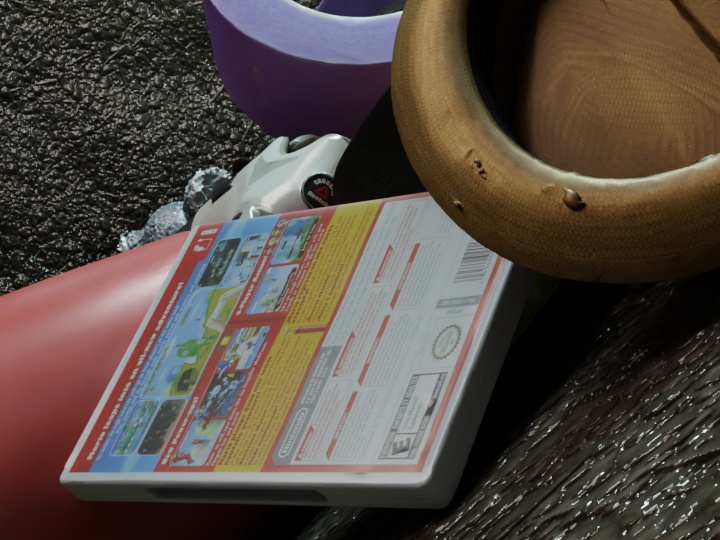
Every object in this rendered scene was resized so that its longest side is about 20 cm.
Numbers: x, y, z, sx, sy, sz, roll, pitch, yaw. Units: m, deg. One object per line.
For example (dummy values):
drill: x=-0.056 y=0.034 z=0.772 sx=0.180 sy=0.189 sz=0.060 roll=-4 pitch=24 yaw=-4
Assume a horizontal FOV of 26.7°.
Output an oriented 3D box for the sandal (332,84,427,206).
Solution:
sandal: x=0.048 y=-0.089 z=0.636 sx=0.045 sy=0.075 sz=0.201 roll=0 pitch=-50 yaw=-56

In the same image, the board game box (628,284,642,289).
board game box: x=0.145 y=-0.045 z=0.684 sx=0.095 sy=0.030 sz=0.200 roll=-41 pitch=1 yaw=9

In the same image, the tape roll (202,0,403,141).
tape roll: x=0.006 y=-0.170 z=0.888 sx=0.200 sy=0.200 sz=0.085 roll=-41 pitch=-27 yaw=-21

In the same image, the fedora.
fedora: x=0.107 y=-0.072 z=0.545 sx=0.200 sy=0.201 sz=0.082 roll=-40 pitch=-38 yaw=1

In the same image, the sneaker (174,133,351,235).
sneaker: x=-0.044 y=-0.026 z=0.816 sx=0.089 sy=0.074 sz=0.200 roll=-56 pitch=16 yaw=-16

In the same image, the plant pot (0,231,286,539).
plant pot: x=-0.124 y=0.083 z=0.752 sx=0.177 sy=0.201 sz=0.200 roll=-32 pitch=0 yaw=-19

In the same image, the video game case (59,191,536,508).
video game case: x=-0.024 y=0.030 z=0.615 sx=0.199 sy=0.017 sz=0.144 roll=-6 pitch=48 yaw=40

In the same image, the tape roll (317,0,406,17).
tape roll: x=0.062 y=-0.125 z=1.032 sx=0.200 sy=0.200 sz=0.085 roll=-39 pitch=4 yaw=24

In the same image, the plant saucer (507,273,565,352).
plant saucer: x=0.068 y=-0.021 z=0.710 sx=0.200 sy=0.048 sz=0.200 roll=-49 pitch=1 yaw=-21

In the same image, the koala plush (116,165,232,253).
koala plush: x=-0.120 y=0.018 z=1.345 sx=0.177 sy=0.200 sz=0.184 roll=-38 pitch=4 yaw=43
